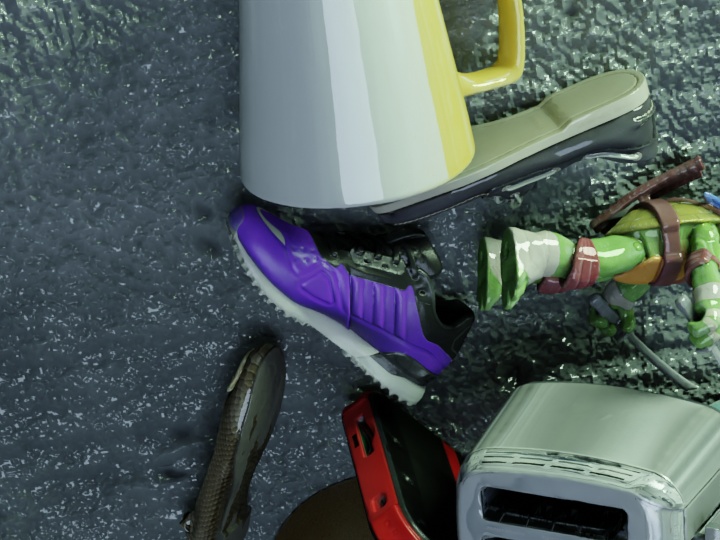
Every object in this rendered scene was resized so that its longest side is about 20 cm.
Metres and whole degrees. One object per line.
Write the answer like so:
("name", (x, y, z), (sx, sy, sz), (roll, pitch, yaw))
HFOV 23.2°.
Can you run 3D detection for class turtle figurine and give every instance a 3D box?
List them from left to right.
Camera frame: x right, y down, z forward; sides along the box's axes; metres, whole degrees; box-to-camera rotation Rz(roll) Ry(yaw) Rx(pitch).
("turtle figurine", (0.181, 0.030, 1.180), (0.193, 0.144, 0.201), (2, 119, -11))

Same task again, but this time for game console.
("game console", (0.066, 0.179, 1.231), (0.031, 0.200, 0.177), (-44, 115, 13))

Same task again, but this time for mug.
("mug", (-0.002, -0.144, 1.087), (0.149, 0.186, 0.154), (7, 117, 30))

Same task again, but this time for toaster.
("toaster", (0.145, 0.145, 1.144), (0.199, 0.129, 0.114), (8, 112, 23))

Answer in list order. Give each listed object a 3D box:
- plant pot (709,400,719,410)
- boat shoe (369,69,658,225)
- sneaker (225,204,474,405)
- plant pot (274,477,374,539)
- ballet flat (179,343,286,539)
("plant pot", (0.296, 0.207, 1.246), (0.200, 0.134, 0.201), (-20, 119, -40))
("boat shoe", (0.104, -0.065, 1.160), (0.199, 0.073, 0.063), (-23, 118, 5))
("sneaker", (0.000, 0.000, 1.200), (0.100, 0.070, 0.200), (-44, 119, 13))
("plant pot", (0.026, 0.287, 1.296), (0.185, 0.200, 0.187), (-2, 123, -3))
("ballet flat", (-0.097, 0.134, 1.281), (0.046, 0.067, 0.201), (27, 125, 18))
